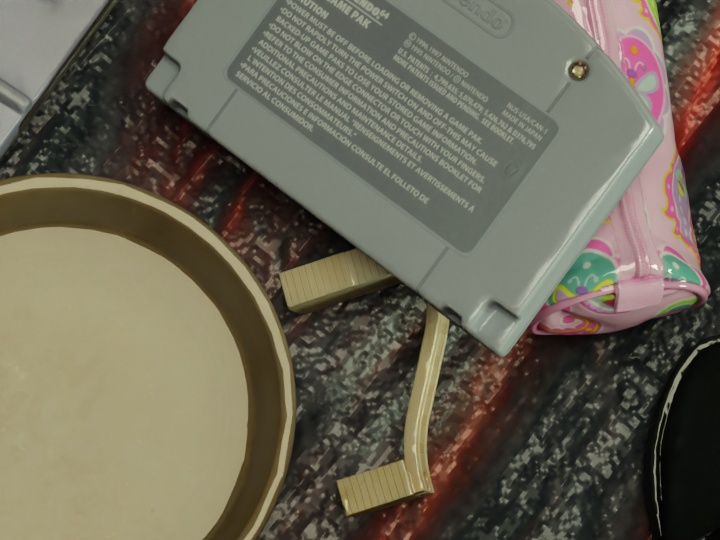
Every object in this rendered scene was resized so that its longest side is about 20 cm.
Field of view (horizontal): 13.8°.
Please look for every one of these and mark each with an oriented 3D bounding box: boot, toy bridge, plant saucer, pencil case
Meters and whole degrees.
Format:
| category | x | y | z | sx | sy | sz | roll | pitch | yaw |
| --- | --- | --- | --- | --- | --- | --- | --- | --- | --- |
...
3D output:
| category | x | y | z | sx | sy | sz | roll | pitch | yaw |
| --- | --- | --- | --- | --- | --- | --- | --- | --- | --- |
| boot | 0.159 | 0.109 | 1.196 | 0.073 | 0.163 | 0.199 | 11 | 75 | -4 |
| toy bridge | 0.000 | 0.000 | 1.267 | 0.067 | 0.027 | 0.201 | -18 | 78 | 12 |
| plant saucer | -0.127 | 0.058 | 1.251 | 0.199 | 0.029 | 0.201 | 1 | 76 | -6 |
| pencil case | 0.094 | -0.073 | 1.277 | 0.087 | 0.087 | 0.201 | -6 | 77 | -7 |

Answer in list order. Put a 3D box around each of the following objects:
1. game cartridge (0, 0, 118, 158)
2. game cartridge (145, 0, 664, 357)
| category | x | y | z | sx | sy | sz | roll | pitch | yaw |
| --- | --- | --- | --- | --- | --- | --- | --- | --- | --- |
| game cartridge | -0.160 | -0.153 | 1.300 | 0.129 | 0.038 | 0.200 | 34 | 75 | -1 |
| game cartridge | 0.022 | -0.074 | 1.240 | 0.200 | 0.040 | 0.134 | 38 | 95 | 19 |
